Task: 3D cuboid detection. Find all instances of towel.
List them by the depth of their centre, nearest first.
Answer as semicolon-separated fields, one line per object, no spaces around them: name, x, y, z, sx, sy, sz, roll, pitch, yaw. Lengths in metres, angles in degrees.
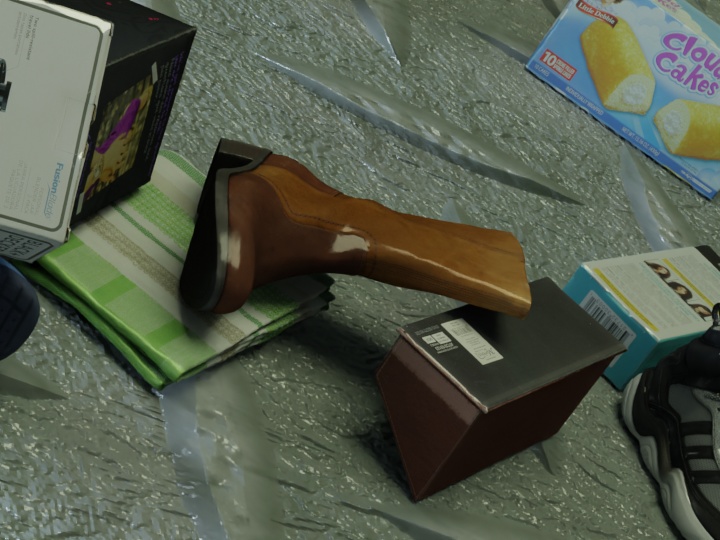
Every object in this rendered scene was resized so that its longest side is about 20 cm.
towel;-0.114;-0.002;1.373;0.149;0.031;0.200;39;27;13

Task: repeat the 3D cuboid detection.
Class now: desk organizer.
desk organizer;0.075;0.069;1.418;0.072;0.077;0.200;43;26;17

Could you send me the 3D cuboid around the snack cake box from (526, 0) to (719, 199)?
snack cake box;0.258;-0.170;2.024;0.200;0.115;0.067;35;25;0

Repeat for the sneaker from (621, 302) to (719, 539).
sneaker;0.245;0.107;1.520;0.075;0.114;0.200;17;30;-33

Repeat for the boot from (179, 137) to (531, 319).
boot;0.000;0.000;1.367;0.200;0.069;0.188;19;16;-6

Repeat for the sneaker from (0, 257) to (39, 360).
sneaker;-0.249;-0.011;1.158;0.200;0.074;0.082;21;26;-31

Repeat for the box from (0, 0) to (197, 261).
box;-0.194;-0.094;1.302;0.122;0.106;0.200;24;22;12

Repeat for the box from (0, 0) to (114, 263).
box;-0.226;-0.086;1.104;0.200;0.060;0.117;15;74;-20

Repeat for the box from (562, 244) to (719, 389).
box;0.220;0.031;1.700;0.082;0.049;0.200;47;27;22
